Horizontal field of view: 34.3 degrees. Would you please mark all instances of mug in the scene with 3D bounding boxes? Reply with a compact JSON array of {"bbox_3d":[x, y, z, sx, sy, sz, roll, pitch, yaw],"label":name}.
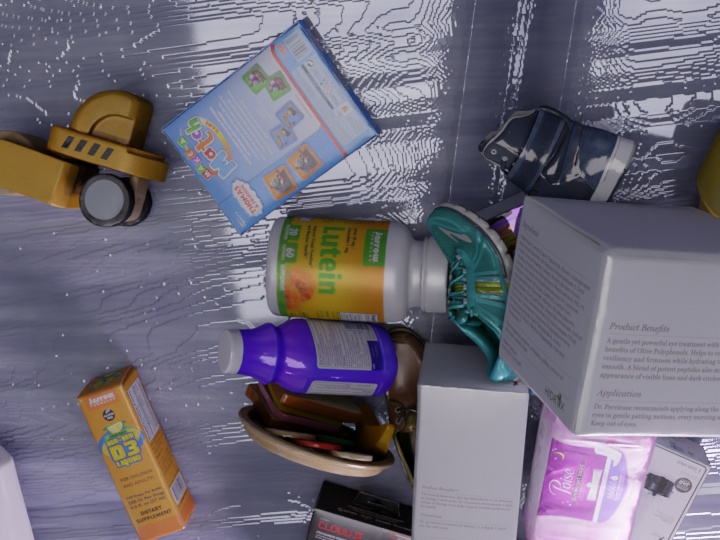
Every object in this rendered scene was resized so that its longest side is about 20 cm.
[{"bbox_3d":[-0.497,0.293,1.434,0.184,0.149,0.156,-4,98,1],"label":"mug"}]

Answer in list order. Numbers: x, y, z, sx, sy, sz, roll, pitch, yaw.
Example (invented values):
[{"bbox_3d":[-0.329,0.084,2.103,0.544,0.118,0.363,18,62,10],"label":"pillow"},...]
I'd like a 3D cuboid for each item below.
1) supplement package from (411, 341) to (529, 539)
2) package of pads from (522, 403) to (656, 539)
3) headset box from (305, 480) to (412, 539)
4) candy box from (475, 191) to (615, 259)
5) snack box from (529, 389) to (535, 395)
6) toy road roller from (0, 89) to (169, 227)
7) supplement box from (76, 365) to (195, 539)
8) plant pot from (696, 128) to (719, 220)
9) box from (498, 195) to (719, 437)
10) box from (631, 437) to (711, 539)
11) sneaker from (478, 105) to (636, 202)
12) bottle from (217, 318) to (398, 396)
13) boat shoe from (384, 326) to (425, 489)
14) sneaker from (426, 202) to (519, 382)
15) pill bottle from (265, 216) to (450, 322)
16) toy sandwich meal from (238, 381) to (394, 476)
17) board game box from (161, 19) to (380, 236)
[{"bbox_3d":[0.117,0.195,1.268,0.115,0.117,0.203,4,109,6],"label":"supplement package"},{"bbox_3d":[0.245,0.212,1.262,0.119,0.076,0.202,5,125,2],"label":"package of pads"},{"bbox_3d":[0.001,0.360,1.421,0.147,0.077,0.202,16,109,3],"label":"headset box"},{"bbox_3d":[0.226,0.005,1.294,0.166,0.072,0.202,-23,101,13],"label":"candy box"},{"bbox_3d":[0.291,0.099,1.257,0.197,0.037,0.117,13,118,-6],"label":"snack box"},{"bbox_3d":[-0.310,-0.137,1.300,0.197,0.123,0.148,17,93,1],"label":"toy road roller"},{"bbox_3d":[-0.272,0.223,1.422,0.066,0.069,0.202,-20,100,10],"label":"supplement box"},{"bbox_3d":[0.424,-0.028,1.208,0.198,0.201,0.190,21,124,1],"label":"plant pot"},{"bbox_3d":[0.260,0.039,1.089,0.196,0.200,0.174,3,107,-16],"label":"box"},{"bbox_3d":[0.311,0.279,1.367,0.115,0.060,0.202,22,107,1],"label":"box"},{"bbox_3d":[0.174,-0.069,1.204,0.145,0.077,0.204,23,106,1],"label":"sneaker"},{"bbox_3d":[-0.058,0.095,1.293,0.198,0.084,0.066,5,134,-26],"label":"bottle"},{"bbox_3d":[0.067,0.167,1.361,0.071,0.068,0.203,-14,103,11],"label":"boat shoe"},{"bbox_3d":[0.122,0.021,1.210,0.079,0.078,0.202,-23,77,-23],"label":"sneaker"},{"bbox_3d":[0.000,0.000,1.300,0.197,0.111,0.113,3,106,6],"label":"pill bottle"},{"bbox_3d":[-0.045,0.165,1.312,0.203,0.205,0.071,18,95,2],"label":"toy sandwich meal"},{"bbox_3d":[-0.100,-0.157,1.307,0.199,0.037,0.152,-34,99,14],"label":"board game box"}]
